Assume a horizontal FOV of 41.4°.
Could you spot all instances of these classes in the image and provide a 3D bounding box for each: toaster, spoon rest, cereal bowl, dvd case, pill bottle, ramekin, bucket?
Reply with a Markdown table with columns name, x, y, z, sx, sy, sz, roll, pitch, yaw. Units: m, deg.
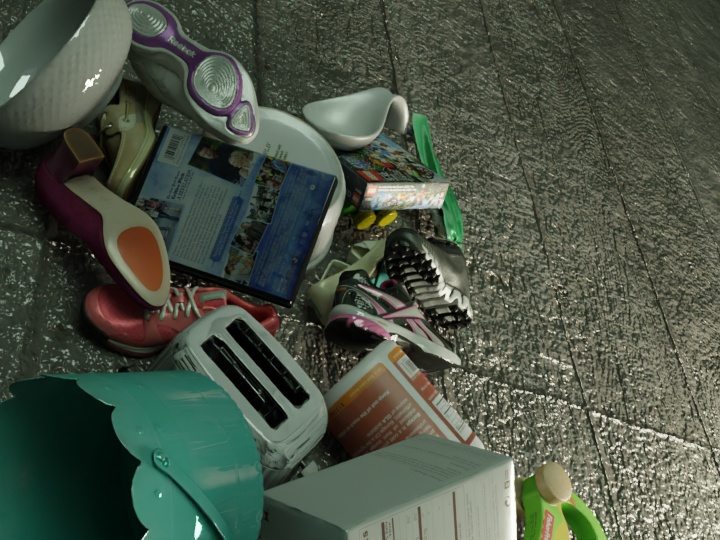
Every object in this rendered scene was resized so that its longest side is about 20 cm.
| name | x | y | z | sx | sy | sz | roll | pitch | yaw |
| --- | --- | --- | --- | --- | --- | --- | --- | --- | --- |
| toaster | -0.123 | 0.123 | 0.859 | 0.200 | 0.129 | 0.113 | 48 | 38 | 6 |
| spoon rest | 0.002 | -0.195 | 1.202 | 0.099 | 0.061 | 0.199 | 29 | 26 | 22 |
| cereal bowl | -0.301 | -0.198 | 0.955 | 0.083 | 0.198 | 0.202 | 44 | 32 | -37 |
| dvd case | -0.137 | -0.057 | 0.972 | 0.198 | 0.018 | 0.144 | 17 | 77 | 11 |
| pill bottle | 0.054 | 0.180 | 0.976 | 0.200 | 0.112 | 0.112 | 49 | 39 | 6 |
| ramekin | -0.107 | -0.095 | 1.078 | 0.200 | 0.094 | 0.204 | 17 | 49 | -21 |
| bucket | -0.179 | 0.170 | 0.716 | 0.134 | 0.207 | 0.209 | 0 | 55 | -51 |

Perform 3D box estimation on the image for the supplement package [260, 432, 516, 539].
| name | x | y | z | sx | sy | sz | roll | pitch | yaw |
| --- | --- | --- | --- | --- | --- | --- | --- | --- | --- |
| supplement package | 0.027 | 0.229 | 0.812 | 0.198 | 0.116 | 0.119 | -10 | 101 | -40 |

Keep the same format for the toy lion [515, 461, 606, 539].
| name | x | y | z | sx | sy | sz | roll | pitch | yaw |
| --- | --- | --- | --- | --- | --- | --- | --- | --- | --- |
| toy lion | 0.233 | 0.340 | 1.035 | 0.191 | 0.069 | 0.201 | 42 | 38 | -14 |

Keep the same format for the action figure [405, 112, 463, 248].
| name | x | y | z | sx | sy | sz | roll | pitch | yaw |
| --- | --- | --- | --- | --- | --- | --- | --- | --- | --- |
| action figure | 0.102 | -0.102 | 1.303 | 0.118 | 0.054 | 0.202 | 28 | 44 | -67 |

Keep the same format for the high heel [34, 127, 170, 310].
| name | x | y | z | sx | sy | sz | roll | pitch | yaw |
| --- | --- | --- | --- | --- | --- | --- | --- | --- | --- |
| high heel | -0.250 | -0.032 | 0.919 | 0.067 | 0.096 | 0.202 | -11 | 66 | -45 |

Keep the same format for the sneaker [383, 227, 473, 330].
| name | x | y | z | sx | sy | sz | roll | pitch | yaw |
| --- | --- | --- | --- | --- | --- | --- | --- | --- | --- |
| sneaker | 0.083 | -0.009 | 1.149 | 0.200 | 0.066 | 0.092 | 47 | 42 | -49 |

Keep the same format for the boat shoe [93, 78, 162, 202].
| name | x | y | z | sx | sy | sz | roll | pitch | yaw |
| --- | --- | --- | --- | --- | --- | --- | --- | --- | --- |
| boat shoe | -0.259 | -0.144 | 1.031 | 0.064 | 0.072 | 0.201 | 21 | 38 | -19 |

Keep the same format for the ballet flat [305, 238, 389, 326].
| name | x | y | z | sx | sy | sz | roll | pitch | yaw |
| --- | --- | --- | --- | --- | --- | --- | --- | --- | --- |
| ballet flat | 0.000 | 0.000 | 1.134 | 0.070 | 0.070 | 0.200 | 46 | 39 | 3 |

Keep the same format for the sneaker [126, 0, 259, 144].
| name | x | y | z | sx | sy | sz | roll | pitch | yaw |
| --- | --- | --- | --- | --- | --- | --- | --- | --- | --- |
| sneaker | -0.181 | -0.204 | 1.029 | 0.075 | 0.100 | 0.200 | -41 | 78 | -21 |

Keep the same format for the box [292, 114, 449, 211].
| name | x | y | z | sx | sy | sz | roll | pitch | yaw |
| --- | --- | --- | --- | --- | --- | --- | --- | --- | --- |
| box | -0.001 | -0.139 | 1.204 | 0.135 | 0.038 | 0.200 | -4 | 33 | -40 |

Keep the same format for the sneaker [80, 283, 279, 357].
| name | x | y | z | sx | sy | sz | roll | pitch | yaw |
| --- | --- | --- | --- | --- | --- | --- | --- | --- | --- |
| sneaker | -0.169 | 0.038 | 0.928 | 0.198 | 0.087 | 0.074 | 15 | 46 | -31 |

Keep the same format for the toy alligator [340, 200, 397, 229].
| name | x | y | z | sx | sy | sz | roll | pitch | yaw |
| --- | --- | --- | --- | --- | --- | --- | --- | --- | --- |
| toy alligator | -0.005 | -0.091 | 1.213 | 0.199 | 0.054 | 0.060 | -10 | 62 | -45 |

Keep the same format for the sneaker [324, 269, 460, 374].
| name | x | y | z | sx | sy | sz | roll | pitch | yaw |
| --- | --- | --- | --- | --- | --- | --- | --- | --- | --- |
| sneaker | 0.045 | 0.055 | 1.065 | 0.199 | 0.080 | 0.087 | 31 | 55 | -45 |
